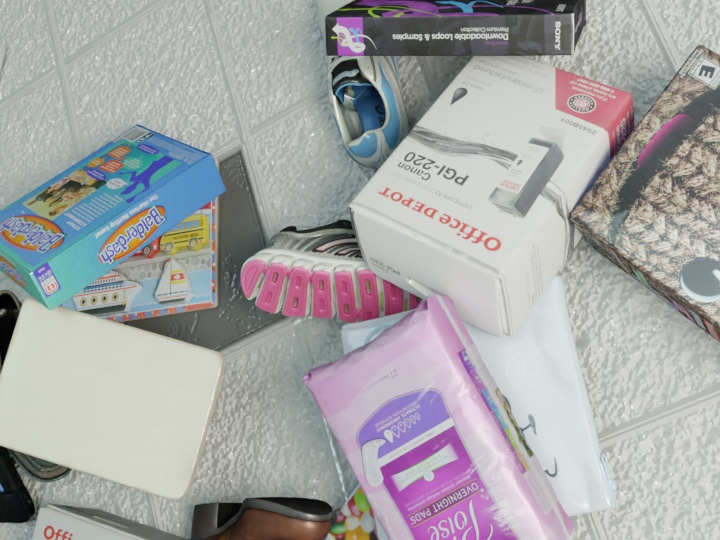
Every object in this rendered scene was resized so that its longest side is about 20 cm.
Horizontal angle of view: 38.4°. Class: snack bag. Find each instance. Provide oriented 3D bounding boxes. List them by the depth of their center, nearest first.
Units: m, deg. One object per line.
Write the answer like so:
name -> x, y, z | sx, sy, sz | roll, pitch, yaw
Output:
snack bag -> 0.087, 0.110, 0.812 | 0.197, 0.021, 0.192 | -17, 74, 18

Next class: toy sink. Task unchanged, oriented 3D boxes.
toy sink -> -0.216, 0.119, 0.941 | 0.196, 0.112, 0.133 | 13, 81, 11

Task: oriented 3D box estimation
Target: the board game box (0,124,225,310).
board game box -> -0.247, -0.057, 0.972 | 0.199, 0.046, 0.151 | -37, 37, -24

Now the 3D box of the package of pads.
package of pads -> 0.055, 0.132, 0.752 | 0.119, 0.075, 0.202 | -31, 83, 21

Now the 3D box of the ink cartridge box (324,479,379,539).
ink cartridge box -> 0.035, 0.226, 0.845 | 0.118, 0.042, 0.202 | 30, 93, 30

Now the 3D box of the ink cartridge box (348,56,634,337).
ink cartridge box -> 0.106, -0.068, 0.813 | 0.144, 0.085, 0.201 | 26, 65, 29

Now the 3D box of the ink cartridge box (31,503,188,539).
ink cartridge box -> -0.238, 0.327, 0.931 | 0.142, 0.083, 0.204 | 9, 82, 29

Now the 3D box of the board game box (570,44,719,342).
board game box -> 0.284, -0.034, 0.749 | 0.199, 0.097, 0.161 | 40, 96, 29

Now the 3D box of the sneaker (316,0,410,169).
sneaker -> -0.003, -0.188, 0.947 | 0.071, 0.072, 0.203 | -24, 67, 21

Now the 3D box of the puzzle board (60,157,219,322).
puzzle board -> -0.230, -0.026, 1.052 | 0.197, 0.017, 0.154 | -9, 73, 25

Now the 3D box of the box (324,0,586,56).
box -> 0.083, -0.206, 0.851 | 0.196, 0.143, 0.037 | 4, 113, 14

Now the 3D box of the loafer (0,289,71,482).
loafer -> -0.337, 0.112, 1.032 | 0.071, 0.063, 0.202 | -17, 62, -20

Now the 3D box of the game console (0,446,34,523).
game console -> -0.442, 0.195, 0.992 | 0.173, 0.117, 0.203 | -5, 118, 24

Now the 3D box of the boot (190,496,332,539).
boot -> -0.086, 0.292, 0.848 | 0.186, 0.068, 0.204 | -17, 69, 41

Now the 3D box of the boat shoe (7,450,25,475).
boat shoe -> -0.417, 0.162, 1.073 | 0.197, 0.063, 0.072 | 14, 83, 28

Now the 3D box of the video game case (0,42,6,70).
video game case -> -0.514, -0.175, 1.230 | 0.179, 0.022, 0.204 | 6, 80, 28

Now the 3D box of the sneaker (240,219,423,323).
sneaker -> 0.000, 0.000, 0.896 | 0.196, 0.075, 0.088 | 8, 38, 10
